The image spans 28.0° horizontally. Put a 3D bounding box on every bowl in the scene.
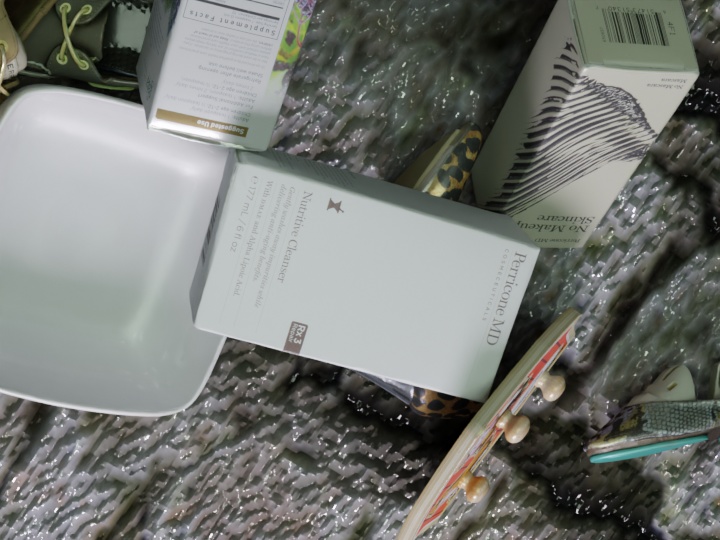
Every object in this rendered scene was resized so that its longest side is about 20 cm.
[{"bbox_3d":[-0.174,-0.016,0.937,0.199,0.075,0.201,15,99,-34],"label":"bowl"}]

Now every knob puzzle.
[{"bbox_3d":[0.094,0.112,0.978,0.030,0.220,0.220,37,93,12],"label":"knob puzzle"}]

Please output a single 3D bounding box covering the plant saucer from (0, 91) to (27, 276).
[{"bbox_3d":[-0.300,-0.045,0.945,0.198,0.035,0.202,-3,103,-11],"label":"plant saucer"}]

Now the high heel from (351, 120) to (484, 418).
[{"bbox_3d":[0.068,0.005,1.009,0.142,0.072,0.201,29,108,-12],"label":"high heel"}]

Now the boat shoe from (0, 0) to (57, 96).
[{"bbox_3d":[-0.227,-0.137,0.849,0.066,0.074,0.201,23,64,1],"label":"boat shoe"}]

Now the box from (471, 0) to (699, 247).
[{"bbox_3d":[0.140,-0.095,0.942,0.081,0.201,0.069,1,59,-13],"label":"box"}]

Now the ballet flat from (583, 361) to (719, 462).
[{"bbox_3d":[0.258,0.103,1.083,0.198,0.072,0.073,-4,103,-11],"label":"ballet flat"}]

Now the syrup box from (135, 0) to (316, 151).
[{"bbox_3d":[-0.069,-0.179,0.849,0.081,0.079,0.201,9,121,-19],"label":"syrup box"}]

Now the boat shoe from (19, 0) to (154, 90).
[{"bbox_3d":[-0.166,-0.155,0.935,0.200,0.060,0.073,5,101,-13],"label":"boat shoe"}]

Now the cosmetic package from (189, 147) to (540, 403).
[{"bbox_3d":[0.000,0.000,0.916,0.198,0.081,0.114,14,103,-11],"label":"cosmetic package"}]
